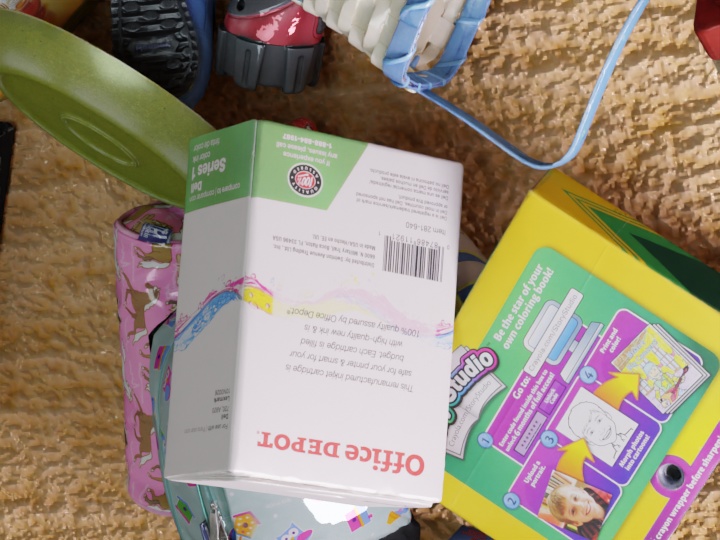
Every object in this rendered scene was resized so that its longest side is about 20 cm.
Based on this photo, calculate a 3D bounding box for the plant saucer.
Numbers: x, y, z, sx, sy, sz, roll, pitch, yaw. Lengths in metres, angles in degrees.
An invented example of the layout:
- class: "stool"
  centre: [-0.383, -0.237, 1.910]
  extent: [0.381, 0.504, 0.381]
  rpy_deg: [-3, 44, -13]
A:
- class: "plant saucer"
  centre: [-0.151, -0.090, 1.744]
  extent: [0.199, 0.200, 0.031]
  rpy_deg: [30, 79, 13]

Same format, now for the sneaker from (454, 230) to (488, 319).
- class: "sneaker"
  centre: [0.122, 0.046, 1.736]
  extent: [0.105, 0.076, 0.201]
  rpy_deg: [-29, 97, 14]

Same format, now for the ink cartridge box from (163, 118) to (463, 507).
- class: "ink cartridge box"
  centre: [-0.026, 0.029, 1.631]
  extent: [0.084, 0.144, 0.201]
  rpy_deg: [-11, 72, 56]

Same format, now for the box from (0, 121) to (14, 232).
- class: "box"
  centre: [-0.322, 0.005, 1.849]
  extent: [0.104, 0.182, 0.201]
  rpy_deg: [18, 113, 18]

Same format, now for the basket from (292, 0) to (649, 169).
- class: "basket"
  centre: [0.069, -0.177, 1.634]
  extent: [0.199, 0.139, 0.177]
  rpy_deg: [32, 105, 16]

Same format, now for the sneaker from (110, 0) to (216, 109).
- class: "sneaker"
  centre: [-0.121, -0.193, 1.764]
  extent: [0.066, 0.078, 0.201]
  rpy_deg: [-2, 87, 7]

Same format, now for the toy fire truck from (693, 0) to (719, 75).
- class: "toy fire truck"
  centre: [0.247, -0.204, 1.545]
  extent: [0.175, 0.129, 0.200]
  rpy_deg: [-17, 127, 28]

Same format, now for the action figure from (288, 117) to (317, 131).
- class: "action figure"
  centre: [0.000, 0.000, 1.754]
  extent: [0.065, 0.099, 0.201]
  rpy_deg: [-29, 91, 28]

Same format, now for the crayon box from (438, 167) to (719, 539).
- class: "crayon box"
  centre: [0.129, 0.071, 1.659]
  extent: [0.172, 0.058, 0.201]
  rpy_deg: [33, 115, 8]

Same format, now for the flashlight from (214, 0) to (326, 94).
- class: "flashlight"
  centre: [-0.043, -0.210, 1.722]
  extent: [0.068, 0.067, 0.201]
  rpy_deg: [32, 121, 51]

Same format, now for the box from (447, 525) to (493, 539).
- class: "box"
  centre: [0.126, 0.221, 1.744]
  extent: [0.199, 0.137, 0.038]
  rpy_deg: [14, 112, 19]

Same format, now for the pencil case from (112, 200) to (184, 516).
- class: "pencil case"
  centre: [-0.113, 0.056, 1.830]
  extent: [0.082, 0.087, 0.201]
  rpy_deg: [-3, 108, -6]

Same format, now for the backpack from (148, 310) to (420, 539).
- class: "backpack"
  centre: [-0.048, 0.106, 1.751]
  extent: [0.126, 0.166, 0.201]
  rpy_deg: [15, 125, 61]

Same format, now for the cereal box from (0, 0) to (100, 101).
- class: "cereal box"
  centre: [-0.251, -0.226, 1.822]
  extent: [0.200, 0.040, 0.144]
  rpy_deg: [47, 119, 4]
